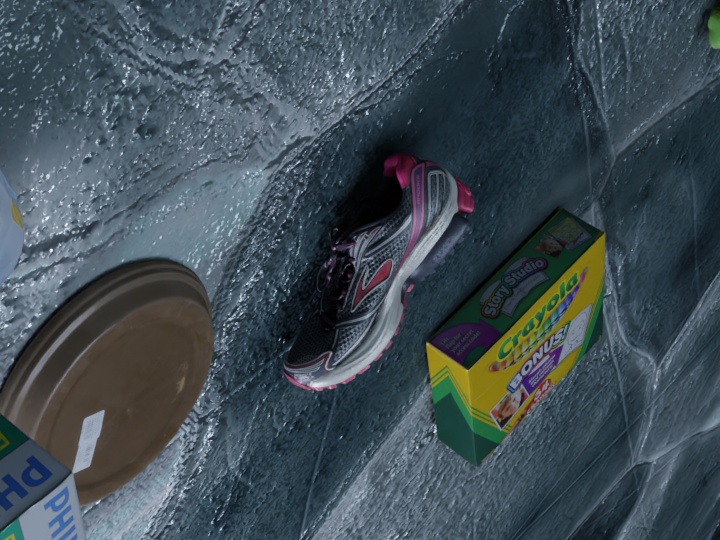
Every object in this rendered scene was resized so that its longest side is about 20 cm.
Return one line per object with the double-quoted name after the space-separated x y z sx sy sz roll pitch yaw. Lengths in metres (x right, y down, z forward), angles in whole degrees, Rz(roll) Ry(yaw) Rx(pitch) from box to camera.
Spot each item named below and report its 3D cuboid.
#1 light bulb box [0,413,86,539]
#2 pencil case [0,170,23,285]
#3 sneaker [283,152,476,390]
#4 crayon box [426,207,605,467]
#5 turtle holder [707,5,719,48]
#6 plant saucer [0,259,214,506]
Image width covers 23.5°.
-0.250 0.143 0.912 0.125 0.200 0.199 -39 149 -30 "light bulb box"
-0.226 -0.064 0.847 0.091 0.083 0.200 -51 154 -28 "pencil case"
0.000 0.000 1.322 0.075 0.081 0.200 33 92 -35 "sneaker"
0.152 0.065 1.652 0.200 0.058 0.173 -44 151 -23 "crayon box"
0.397 -0.282 1.606 0.132 0.185 0.141 -36 116 -35 "turtle holder"
-0.168 0.085 1.175 0.200 0.029 0.201 -40 150 -28 "plant saucer"
